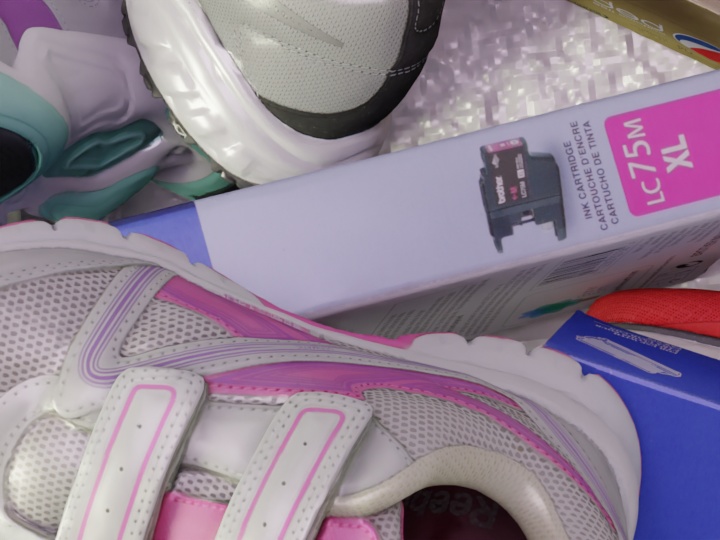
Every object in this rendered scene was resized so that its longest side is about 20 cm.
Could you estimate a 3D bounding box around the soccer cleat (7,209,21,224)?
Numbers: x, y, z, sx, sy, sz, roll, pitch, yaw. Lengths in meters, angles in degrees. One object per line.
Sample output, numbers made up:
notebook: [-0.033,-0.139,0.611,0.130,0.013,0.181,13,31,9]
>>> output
soccer cleat: [-0.139,-0.039,0.836,0.077,0.069,0.201,-20,69,-24]

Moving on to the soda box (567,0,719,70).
soda box: [0.122,-0.156,0.812,0.068,0.064,0.201,26,84,14]

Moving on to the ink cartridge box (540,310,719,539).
ink cartridge box: [0.065,0.120,0.742,0.094,0.044,0.201,17,104,12]

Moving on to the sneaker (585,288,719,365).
sneaker: [0.154,0.019,0.782,0.199,0.077,0.085,3,60,8]

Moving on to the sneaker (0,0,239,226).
sneaker: [-0.103,-0.079,0.796,0.078,0.199,0.140,-47,61,43]

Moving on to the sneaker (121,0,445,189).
sneaker: [-0.048,-0.116,0.752,0.200,0.079,0.074,50,45,9]

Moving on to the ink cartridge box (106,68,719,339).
ink cartridge box: [0.000,0.000,0.750,0.199,0.119,0.042,-17,82,-9]

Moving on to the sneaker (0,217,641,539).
sneaker: [-0.025,0.046,0.647,0.199,0.088,0.082,8,108,-13]
